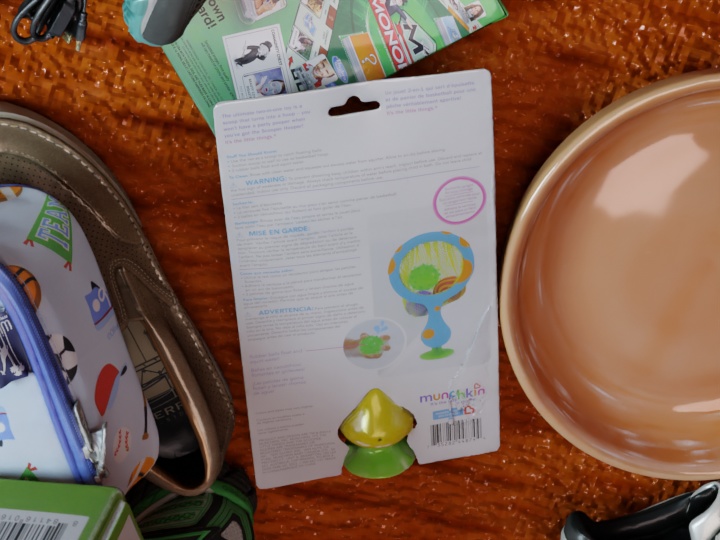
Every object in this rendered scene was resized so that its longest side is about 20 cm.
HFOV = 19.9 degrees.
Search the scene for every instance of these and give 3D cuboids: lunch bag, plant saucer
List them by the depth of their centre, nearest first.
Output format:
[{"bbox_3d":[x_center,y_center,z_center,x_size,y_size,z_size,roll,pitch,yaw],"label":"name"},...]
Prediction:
[{"bbox_3d":[-0.184,0.048,0.852,0.199,0.076,0.161,-2,119,26],"label":"lunch bag"},{"bbox_3d":[0.158,0.000,0.923,0.199,0.037,0.201,-3,117,-5],"label":"plant saucer"}]

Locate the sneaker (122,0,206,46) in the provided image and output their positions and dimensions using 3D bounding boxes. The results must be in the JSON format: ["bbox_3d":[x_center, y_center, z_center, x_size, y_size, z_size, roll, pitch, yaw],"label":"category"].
[{"bbox_3d":[-0.020,-0.162,0.776,0.091,0.078,0.200,26,112,-21],"label":"sneaker"}]

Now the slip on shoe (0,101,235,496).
[{"bbox_3d":[-0.120,0.016,0.888,0.076,0.061,0.200,-26,116,7],"label":"slip on shoe"}]

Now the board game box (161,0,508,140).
[{"bbox_3d":[-0.043,-0.159,0.830,0.134,0.029,0.200,-27,115,6],"label":"board game box"}]

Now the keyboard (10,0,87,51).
[{"bbox_3d":[-0.130,-0.163,0.773,0.127,0.021,0.200,41,123,7],"label":"keyboard"}]

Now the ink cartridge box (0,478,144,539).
[{"bbox_3d":[-0.144,0.178,0.847,0.147,0.076,0.201,2,132,22],"label":"ink cartridge box"}]

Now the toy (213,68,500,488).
[{"bbox_3d":[0.000,0.000,0.901,0.115,0.047,0.201,-8,121,-6],"label":"toy"}]

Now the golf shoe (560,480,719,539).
[{"bbox_3d":[0.188,0.141,0.968,0.199,0.073,0.092,-9,126,-2],"label":"golf shoe"}]

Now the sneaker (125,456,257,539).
[{"bbox_3d":[-0.122,0.176,0.952,0.078,0.085,0.200,32,109,-19],"label":"sneaker"}]
